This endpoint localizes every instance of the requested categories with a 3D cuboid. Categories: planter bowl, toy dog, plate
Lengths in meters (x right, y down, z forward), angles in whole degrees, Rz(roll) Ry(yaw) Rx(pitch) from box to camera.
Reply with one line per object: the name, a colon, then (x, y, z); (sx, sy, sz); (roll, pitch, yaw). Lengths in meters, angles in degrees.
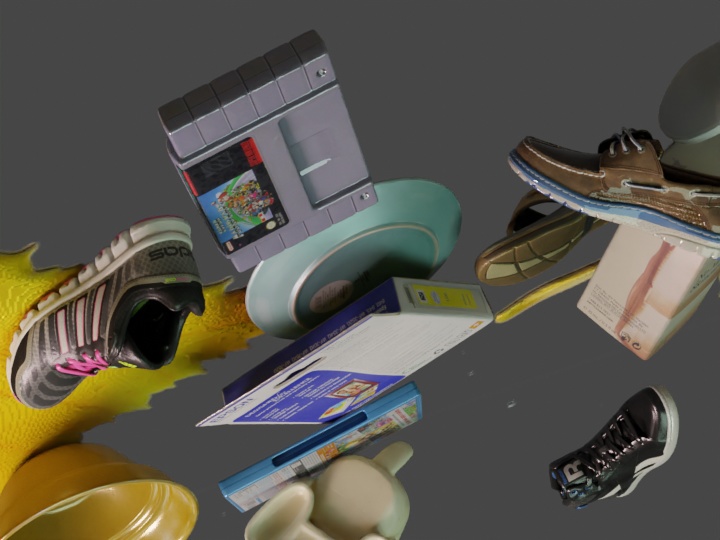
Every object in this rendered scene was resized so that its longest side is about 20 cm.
planter bowl: (-0.245, 0.205, 1.450); (0.200, 0.084, 0.201); (-21, 149, -13)
toy dog: (-0.019, 0.260, 1.674); (0.200, 0.139, 0.194); (86, 29, -67)
plate: (0.000, 0.000, 1.413); (0.200, 0.026, 0.200); (-22, 149, -14)

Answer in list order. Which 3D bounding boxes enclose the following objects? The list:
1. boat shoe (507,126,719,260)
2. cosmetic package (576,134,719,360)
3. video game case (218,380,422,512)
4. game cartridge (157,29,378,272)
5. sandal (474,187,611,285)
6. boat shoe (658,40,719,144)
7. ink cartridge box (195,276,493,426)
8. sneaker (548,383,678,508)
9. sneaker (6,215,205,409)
boat shoe: (0.220, -0.078, 1.387); (0.199, 0.072, 0.073); (19, 110, -6)
cosmetic package: (0.282, -0.028, 1.520); (0.103, 0.087, 0.200); (-37, 159, -37)
video game case: (-0.034, 0.167, 1.598); (0.199, 0.018, 0.143); (-27, 166, -4)
game cartridge: (-0.063, -0.079, 1.238); (0.129, 0.038, 0.200); (-31, 150, -6)
sandal: (0.169, -0.051, 1.461); (0.200, 0.054, 0.080); (-34, 158, -22)
boat shoe: (0.335, -0.170, 1.397); (0.200, 0.074, 0.065); (-40, 144, 19)
ink cartridge box: (-0.016, 0.070, 1.435); (0.197, 0.047, 0.200); (-33, 158, 27)
sneaker: (0.275, 0.208, 1.900); (0.112, 0.073, 0.200); (-15, 148, -25)
sneaker: (-0.187, 0.050, 1.266); (0.200, 0.088, 0.074); (-42, 147, 20)
